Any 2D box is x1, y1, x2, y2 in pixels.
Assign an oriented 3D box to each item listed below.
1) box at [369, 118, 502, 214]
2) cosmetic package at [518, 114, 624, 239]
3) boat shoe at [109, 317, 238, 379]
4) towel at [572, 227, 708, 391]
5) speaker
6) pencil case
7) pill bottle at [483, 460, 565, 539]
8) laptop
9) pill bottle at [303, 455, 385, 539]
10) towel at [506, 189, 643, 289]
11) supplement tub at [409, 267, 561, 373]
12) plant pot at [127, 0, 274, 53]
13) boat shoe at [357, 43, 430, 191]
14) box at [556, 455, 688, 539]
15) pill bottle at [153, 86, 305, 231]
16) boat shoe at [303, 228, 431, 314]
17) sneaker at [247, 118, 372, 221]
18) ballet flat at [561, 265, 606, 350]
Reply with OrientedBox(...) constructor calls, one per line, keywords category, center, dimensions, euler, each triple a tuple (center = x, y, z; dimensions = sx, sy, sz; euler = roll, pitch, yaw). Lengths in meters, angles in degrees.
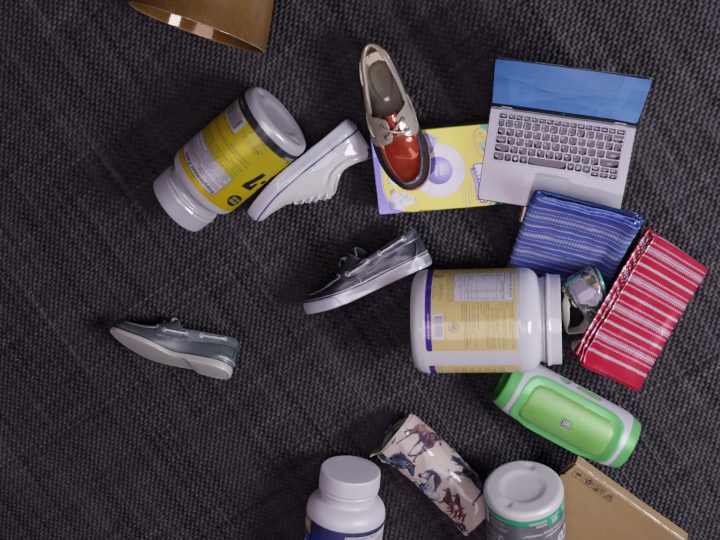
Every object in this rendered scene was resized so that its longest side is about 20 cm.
OrientedBox(category="box", center=(0.119, -0.142, 1.485), dimensions=(0.200, 0.048, 0.118), euler=(-5, 105, 9))
OrientedBox(category="cosmetic package", center=(0.284, -0.153, 1.441), dimensions=(0.103, 0.073, 0.200), euler=(13, 109, 6))
OrientedBox(category="boat shoe", center=(-0.277, 0.106, 1.629), dimensions=(0.200, 0.073, 0.062), euler=(16, 65, 12))
OrientedBox(category="towel", center=(0.378, 0.057, 1.452), dimensions=(0.144, 0.022, 0.200), euler=(27, 94, -36))
OrientedBox(category="speaker", center=(0.291, 0.201, 1.538), dimensions=(0.200, 0.088, 0.089), euler=(28, 109, 0))
OrientedBox(category="pencil case", center=(0.114, 0.303, 1.602), dimensions=(0.200, 0.078, 0.089), euler=(44, 118, -4))
OrientedBox(category="pill bottle", center=(0.237, 0.381, 1.555), dimensions=(0.113, 0.113, 0.200), euler=(-2, 124, 10))
OrientedBox(category="laptop", center=(0.247, -0.159, 1.346), dimensions=(0.187, 0.116, 0.200), euler=(10, 108, 8))
OrientedBox(category="pill bottle", center=(-0.025, 0.387, 1.628), dimensions=(0.119, 0.120, 0.200), euler=(8, 107, 7))
OrientedBox(category="towel", center=(0.279, -0.030, 1.440), dimensions=(0.144, 0.024, 0.200), euler=(15, 149, 5))
OrientedBox(category="supplement tub", center=(0.174, 0.068, 1.486), dimensions=(0.199, 0.145, 0.146), euler=(-1, 106, 9))
OrientedBox(category="plant pot", center=(-0.180, -0.406, 1.400), dimensions=(0.186, 0.186, 0.200), euler=(20, 95, 3))
OrientedBox(category="boat shoe", center=(0.042, -0.203, 1.434), dimensions=(0.071, 0.063, 0.200), euler=(-16, 80, 7))
OrientedBox(category="box", center=(0.347, 0.373, 1.587), dimensions=(0.200, 0.021, 0.164), euler=(35, 130, -3))
OrientedBox(category="pill bottle", center=(-0.183, -0.150, 1.497), dimensions=(0.200, 0.114, 0.114), euler=(-37, 97, 18))
OrientedBox(category="boat shoe", center=(0.000, 0.000, 1.534), dimensions=(0.200, 0.072, 0.068), euler=(-25, 93, 20))
OrientedBox(category="sneaker", center=(-0.070, -0.123, 1.508), dimensions=(0.200, 0.073, 0.071), euler=(-38, 94, 17))
OrientedBox(category="ballet flat", center=(0.316, 0.082, 1.486), dimensions=(0.072, 0.072, 0.201), euler=(-16, 124, 14))
